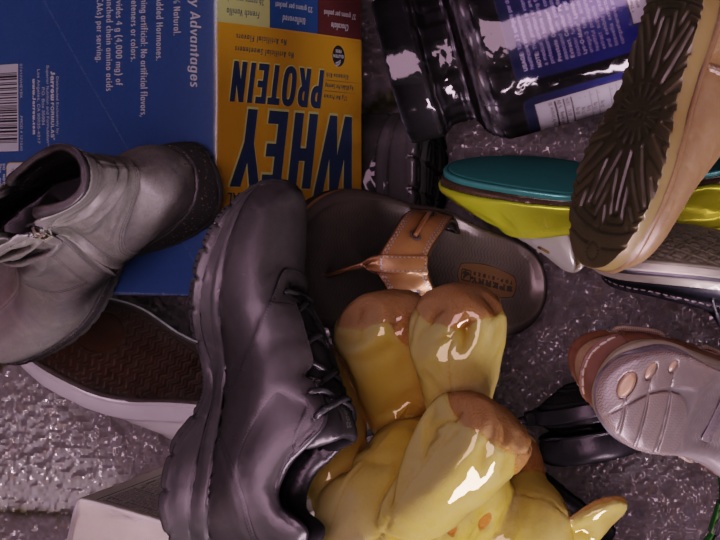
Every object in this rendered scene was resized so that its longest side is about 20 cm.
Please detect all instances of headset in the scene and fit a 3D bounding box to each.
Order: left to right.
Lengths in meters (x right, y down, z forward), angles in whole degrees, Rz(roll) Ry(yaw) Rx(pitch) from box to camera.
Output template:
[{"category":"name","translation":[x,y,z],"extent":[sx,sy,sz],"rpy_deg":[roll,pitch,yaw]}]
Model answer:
[{"category":"headset","translation":[0.123,0.118,1.231],"extent":[0.199,0.094,0.124],"rpy_deg":[17,91,-1]}]

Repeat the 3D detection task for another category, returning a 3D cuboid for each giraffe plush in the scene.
[{"category":"giraffe plush","translation":[0.055,0.122,1.125],"extent":[0.172,0.162,0.201],"rpy_deg":[-10,65,44]}]

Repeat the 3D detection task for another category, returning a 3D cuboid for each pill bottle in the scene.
[{"category":"pill bottle","translation":[0.112,-0.140,1.181],"extent":[0.199,0.112,0.112],"rpy_deg":[-15,87,5]}]

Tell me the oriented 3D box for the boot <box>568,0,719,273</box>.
[{"category":"boot","translation":[0.225,-0.058,1.128],"extent":[0.066,0.199,0.176],"rpy_deg":[30,99,57]}]

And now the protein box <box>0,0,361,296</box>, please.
[{"category":"protein box","translation":[-0.117,-0.085,1.218],"extent":[0.199,0.135,0.199],"rpy_deg":[1,91,36]}]

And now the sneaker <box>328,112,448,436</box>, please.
[{"category":"sneaker","translation":[0.000,0.000,1.258],"extent":[0.090,0.076,0.201],"rpy_deg":[3,83,22]}]

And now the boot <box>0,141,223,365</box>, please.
[{"category":"boot","translation":[-0.178,-0.013,1.100],"extent":[0.200,0.130,0.068],"rpy_deg":[-37,71,32]}]

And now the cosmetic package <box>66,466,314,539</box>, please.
[{"category":"cosmetic package","translation":[-0.090,0.164,1.212],"extent":[0.105,0.200,0.071],"rpy_deg":[15,96,16]}]

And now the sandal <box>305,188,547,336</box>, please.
[{"category":"sandal","translation":[0.036,0.001,1.185],"extent":[0.055,0.199,0.082],"rpy_deg":[0,79,55]}]

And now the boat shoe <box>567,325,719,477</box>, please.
[{"category":"boat shoe","translation":[0.197,0.076,1.161],"extent":[0.076,0.200,0.072],"rpy_deg":[-59,33,6]}]

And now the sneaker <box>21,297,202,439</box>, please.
[{"category":"sneaker","translation":[-0.121,0.079,1.269],"extent":[0.199,0.085,0.073],"rpy_deg":[19,56,1]}]

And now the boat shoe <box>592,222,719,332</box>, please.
[{"category":"boat shoe","translation":[0.222,0.018,1.166],"extent":[0.199,0.075,0.062],"rpy_deg":[10,111,-12]}]

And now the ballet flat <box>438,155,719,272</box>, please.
[{"category":"ballet flat","translation":[0.145,-0.032,1.218],"extent":[0.199,0.067,0.067],"rpy_deg":[-1,112,14]}]

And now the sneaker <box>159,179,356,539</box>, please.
[{"category":"sneaker","translation":[-0.041,0.054,1.072],"extent":[0.090,0.076,0.201],"rpy_deg":[5,87,27]}]
